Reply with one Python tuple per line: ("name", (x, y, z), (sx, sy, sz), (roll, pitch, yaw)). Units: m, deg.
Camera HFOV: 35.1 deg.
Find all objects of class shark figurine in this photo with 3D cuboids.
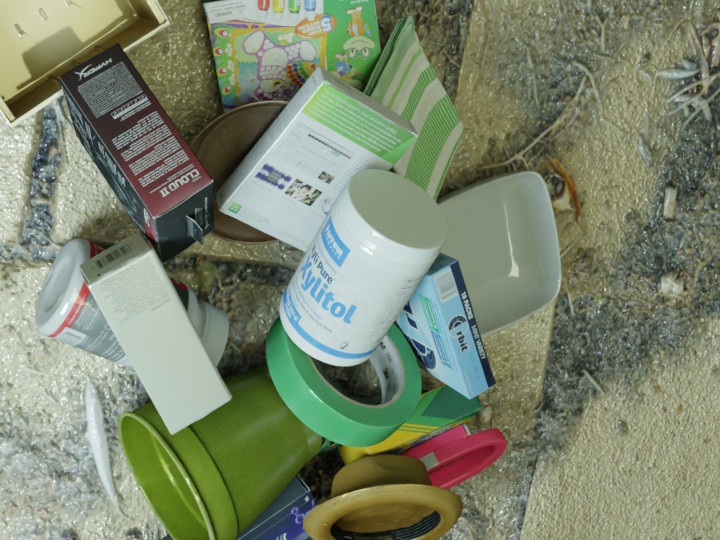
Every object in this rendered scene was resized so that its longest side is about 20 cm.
("shark figurine", (-0.025, 0.156, 1.459), (0.213, 0.089, 0.129), (27, 93, -27))

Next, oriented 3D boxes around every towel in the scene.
("towel", (0.067, -0.185, 1.377), (0.201, 0.023, 0.154), (58, 46, -45))

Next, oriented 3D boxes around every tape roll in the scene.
("tape roll", (-0.018, 0.115, 1.385), (0.199, 0.202, 0.048), (18, 133, -29))

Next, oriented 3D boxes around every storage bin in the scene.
("storage bin", (-0.339, -0.292, 1.178), (0.199, 0.094, 0.200), (-36, 117, -12))

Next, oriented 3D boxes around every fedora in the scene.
("fedora", (0.026, 0.282, 1.406), (0.198, 0.083, 0.202), (-4, 144, -3))

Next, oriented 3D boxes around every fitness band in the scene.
("fitness band", (0.102, 0.263, 1.528), (0.198, 0.038, 0.144), (-24, 154, -5))

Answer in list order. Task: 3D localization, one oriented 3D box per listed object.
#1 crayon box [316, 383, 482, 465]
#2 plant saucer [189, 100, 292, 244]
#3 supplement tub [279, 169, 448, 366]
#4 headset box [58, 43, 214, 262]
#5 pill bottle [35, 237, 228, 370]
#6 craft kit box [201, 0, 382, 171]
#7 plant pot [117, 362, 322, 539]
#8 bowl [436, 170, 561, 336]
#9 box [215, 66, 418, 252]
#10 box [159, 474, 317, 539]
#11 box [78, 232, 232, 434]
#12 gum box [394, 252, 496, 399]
("crayon box", (0.049, 0.212, 1.486), (0.198, 0.126, 0.052), (-19, 72, -20))
("plant saucer", (-0.112, -0.118, 1.313), (0.198, 0.037, 0.202), (-10, 132, -11))
("supplement tub", (0.000, 0.000, 1.298), (0.131, 0.133, 0.201), (8, 132, -27))
("headset box", (-0.225, -0.111, 1.194), (0.077, 0.149, 0.201), (-34, 79, -15))
("pill bottle", (-0.257, 0.052, 1.301), (0.199, 0.114, 0.115), (26, 92, -29))
("craft kit box", (-0.072, -0.231, 1.329), (0.197, 0.049, 0.200), (-12, 113, -8))
("plant pot", (-0.155, 0.211, 1.363), (0.192, 0.199, 0.202), (-30, 115, -28))
("bowl", (0.162, -0.024, 1.506), (0.198, 0.075, 0.202), (-21, 111, -19))
("box", (-0.050, -0.118, 1.286), (0.143, 0.037, 0.200), (26, 120, -35))
("box", (-0.142, 0.353, 1.440), (0.199, 0.079, 0.142), (-33, 130, -14))
("box", (-0.218, 0.068, 1.219), (0.082, 0.068, 0.202), (-28, 117, -13))
("gum box", (0.078, 0.048, 1.412), (0.044, 0.200, 0.172), (-27, 114, -17))
